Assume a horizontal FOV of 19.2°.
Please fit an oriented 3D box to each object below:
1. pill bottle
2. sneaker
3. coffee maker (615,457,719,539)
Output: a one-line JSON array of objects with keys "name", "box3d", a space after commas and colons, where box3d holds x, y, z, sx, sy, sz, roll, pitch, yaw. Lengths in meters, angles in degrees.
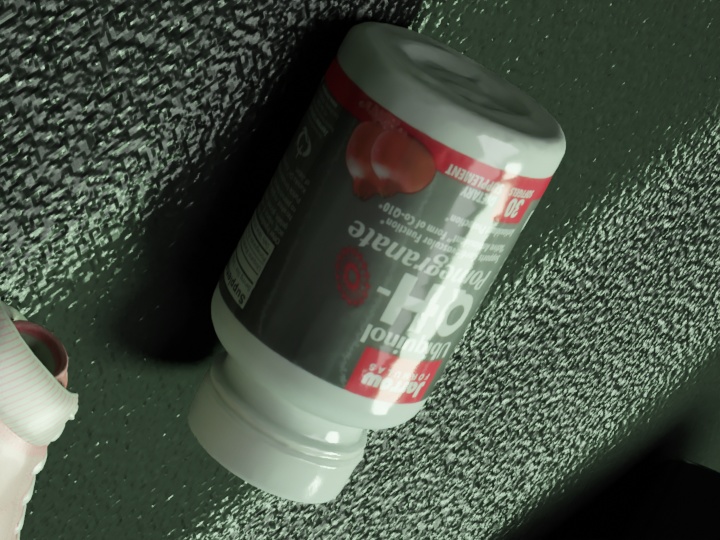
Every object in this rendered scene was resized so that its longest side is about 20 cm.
[{"name": "pill bottle", "box3d": [0.000, 0.000, 0.954, 0.110, 0.111, 0.201, 2, 121, -53]}, {"name": "sneaker", "box3d": [-0.155, 0.085, 0.877, 0.104, 0.075, 0.201, -33, 141, -18]}, {"name": "coffee maker", "box3d": [0.190, 0.224, 1.411, 0.200, 0.192, 0.135, -50, 179, -43]}]
